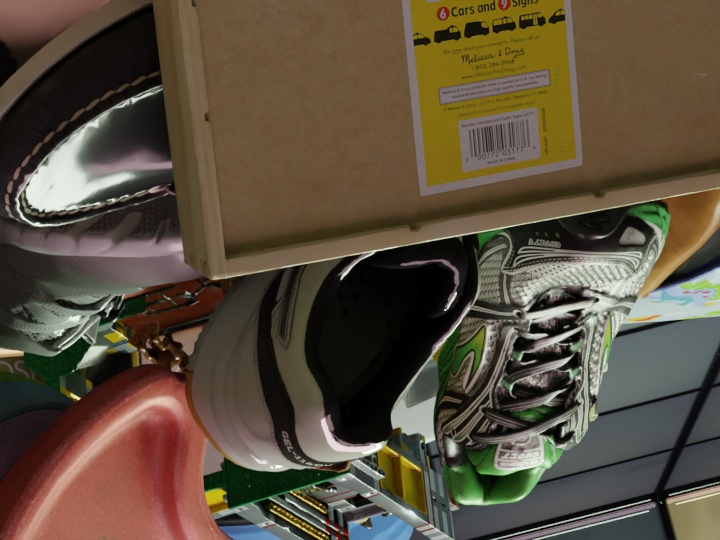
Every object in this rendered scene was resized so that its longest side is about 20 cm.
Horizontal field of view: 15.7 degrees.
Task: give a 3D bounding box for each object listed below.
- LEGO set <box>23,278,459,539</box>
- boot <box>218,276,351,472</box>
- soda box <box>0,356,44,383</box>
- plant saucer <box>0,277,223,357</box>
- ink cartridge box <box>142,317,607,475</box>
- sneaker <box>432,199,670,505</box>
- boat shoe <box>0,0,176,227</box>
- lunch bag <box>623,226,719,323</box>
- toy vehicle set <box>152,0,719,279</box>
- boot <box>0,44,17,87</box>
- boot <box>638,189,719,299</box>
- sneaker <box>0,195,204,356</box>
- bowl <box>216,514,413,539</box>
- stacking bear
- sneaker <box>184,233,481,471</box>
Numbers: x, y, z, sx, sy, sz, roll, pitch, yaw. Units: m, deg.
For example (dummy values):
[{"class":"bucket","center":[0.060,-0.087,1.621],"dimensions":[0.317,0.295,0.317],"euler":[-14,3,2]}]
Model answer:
[{"class":"LEGO set","center":[-0.046,0.070,1.139],"dimensions":[0.200,0.154,0.116],"euler":[-26,148,18]},{"class":"boot","center":[0.000,0.000,1.012],"dimensions":[0.076,0.156,0.200],"euler":[-4,172,21]},{"class":"soda box","center":[-0.221,0.057,1.266],"dimensions":[0.068,0.064,0.200],"euler":[-23,165,40]},{"class":"plant saucer","center":[-0.109,-0.006,1.171],"dimensions":[0.199,0.038,0.200],"euler":[-13,169,-3]},{"class":"ink cartridge box","center":[0.000,0.045,1.288],"dimensions":[0.200,0.083,0.147],"euler":[-18,-176,-43]},{"class":"sneaker","center":[0.072,0.030,0.998],"dimensions":[0.078,0.085,0.200],"euler":[3,152,-5]},{"class":"boat shoe","center":[-0.033,-0.056,0.834],"dimensions":[0.200,0.060,0.074],"euler":[-24,150,-35]},{"class":"lunch bag","center":[0.155,-0.036,1.124],"dimensions":[0.170,0.128,0.200],"euler":[-2,154,-45]},{"class":"toy vehicle set","center":[0.036,-0.075,0.807],"dimensions":[0.199,0.125,0.027],"euler":[-10,-165,-20]},{"class":"boot","center":[-0.187,-0.040,0.840],"dimensions":[0.131,0.070,0.200],"euler":[-17,167,5]},{"class":"boot","center":[0.151,-0.031,0.960],"dimensions":[0.200,0.188,0.069],"euler":[-40,-169,51]},{"class":"sneaker","center":[-0.107,-0.009,0.959],"dimensions":[0.200,0.082,0.075],"euler":[-2,-138,43]},{"class":"bowl","center":[-0.072,0.111,1.345],"dimensions":[0.200,0.040,0.201],"euler":[0,-161,0]},{"class":"stacking bear","center":[-0.152,0.081,0.970],"dimensions":[0.114,0.122,0.200],"euler":[-35,-145,-31]},{"class":"sneaker","center":[0.019,-0.017,0.901],"dimensions":[0.076,0.201,0.088],"euler":[33,163,-29]}]
